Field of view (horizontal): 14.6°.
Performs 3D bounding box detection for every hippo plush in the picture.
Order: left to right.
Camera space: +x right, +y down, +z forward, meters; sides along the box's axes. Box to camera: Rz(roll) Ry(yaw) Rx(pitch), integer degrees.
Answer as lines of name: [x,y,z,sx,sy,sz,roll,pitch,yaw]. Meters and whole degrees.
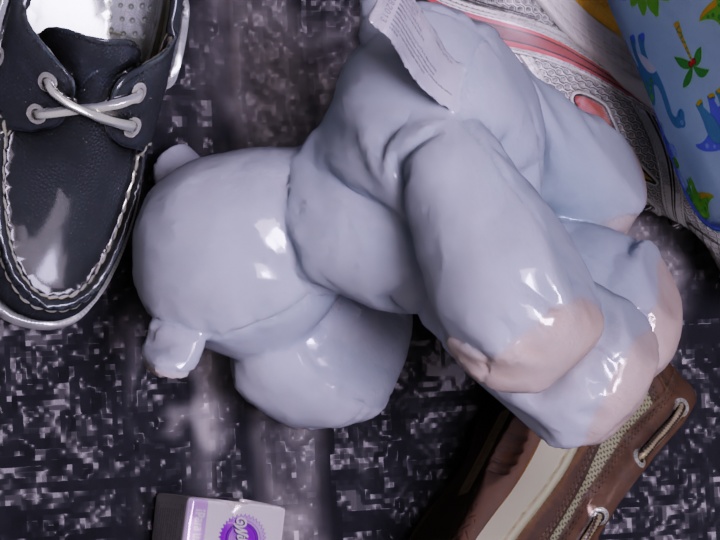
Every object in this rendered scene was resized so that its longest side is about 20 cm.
hippo plush: [0.000,0.000,0.956,0.200,0.161,0.159,44,29,-39]

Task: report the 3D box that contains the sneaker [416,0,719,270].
sneaker: [0.088,-0.058,1.064,0.082,0.078,0.200,-44,104,3]

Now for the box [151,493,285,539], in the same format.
box: [-0.061,0.180,1.001,0.039,0.041,0.200,8,84,-22]

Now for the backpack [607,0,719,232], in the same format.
backpack: [0.159,-0.104,0.976,0.154,0.163,0.200,-34,99,-41]

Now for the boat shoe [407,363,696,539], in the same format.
boat shoe: [0.061,0.108,1.032,0.075,0.075,0.202,34,75,-10]

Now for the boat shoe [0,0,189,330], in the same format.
boat shoe: [-0.100,-0.079,0.986,0.076,0.060,0.200,4,86,-22]
